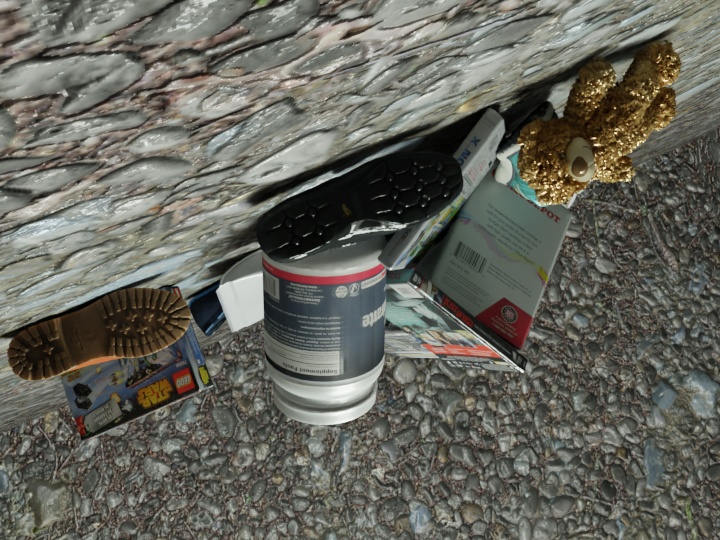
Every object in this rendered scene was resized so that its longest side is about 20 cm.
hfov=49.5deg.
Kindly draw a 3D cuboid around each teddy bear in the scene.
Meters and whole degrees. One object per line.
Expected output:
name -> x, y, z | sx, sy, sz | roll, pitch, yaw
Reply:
teddy bear -> 0.245, -0.141, 0.764 | 0.197, 0.067, 0.147 | -22, 138, -28

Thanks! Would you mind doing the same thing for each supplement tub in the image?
supplement tub -> -0.040, 0.051, 0.871 | 0.137, 0.205, 0.141 | 1, -158, 0

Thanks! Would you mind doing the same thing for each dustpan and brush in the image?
dustpan and brush -> -0.104, -0.004, 1.066 | 0.197, 0.058, 0.140 | -23, 153, -11

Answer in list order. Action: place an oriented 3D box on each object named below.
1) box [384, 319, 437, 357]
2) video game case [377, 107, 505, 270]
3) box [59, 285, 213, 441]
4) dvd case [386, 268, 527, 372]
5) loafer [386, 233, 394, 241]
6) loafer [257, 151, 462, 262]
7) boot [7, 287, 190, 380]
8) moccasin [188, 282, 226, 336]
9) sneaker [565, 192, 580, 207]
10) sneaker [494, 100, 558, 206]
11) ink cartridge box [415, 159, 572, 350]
box -> 0.069, 0.087, 1.138 | 0.156, 0.049, 0.198 | 20, 165, -32
video game case -> 0.095, -0.080, 0.848 | 0.184, 0.022, 0.200 | -53, 172, 8
box -> -0.300, 0.122, 1.017 | 0.197, 0.140, 0.040 | -23, 174, 18
dvd case -> 0.090, 0.063, 0.946 | 0.145, 0.199, 0.022 | -6, -128, 59
loafer -> 0.018, -0.048, 1.028 | 0.070, 0.070, 0.199 | 6, -154, 45
loafer -> -0.002, -0.062, 0.723 | 0.197, 0.070, 0.070 | -20, -169, -9
boot -> -0.291, 0.069, 0.898 | 0.195, 0.077, 0.107 | -14, 179, -8
moccasin -> -0.173, 0.039, 1.172 | 0.198, 0.069, 0.080 | -28, 174, 36
sneaker -> 0.326, -0.157, 1.131 | 0.107, 0.071, 0.201 | -24, 154, -23
sneaker -> 0.202, -0.124, 0.870 | 0.078, 0.080, 0.200 | -46, 167, 0
ink cartridge box -> 0.163, -0.019, 0.985 | 0.203, 0.144, 0.083 | -63, -167, -21
